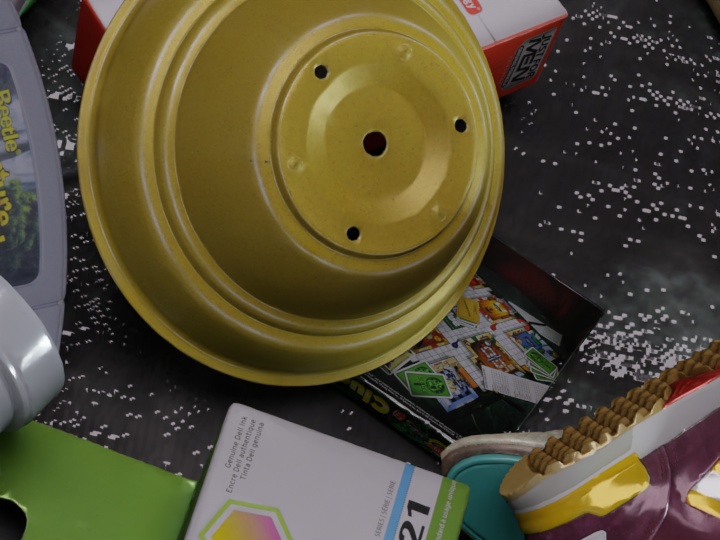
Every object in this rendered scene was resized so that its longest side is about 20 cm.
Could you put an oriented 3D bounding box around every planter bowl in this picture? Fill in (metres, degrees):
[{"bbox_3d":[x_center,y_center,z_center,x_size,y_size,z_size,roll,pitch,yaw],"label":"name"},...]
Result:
[{"bbox_3d":[-0.009,-0.051,1.043,0.200,0.083,0.201,0,91,-26],"label":"planter bowl"}]

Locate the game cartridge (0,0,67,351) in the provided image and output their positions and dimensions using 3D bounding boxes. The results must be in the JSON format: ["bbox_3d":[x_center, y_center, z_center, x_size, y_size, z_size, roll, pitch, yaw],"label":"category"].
[{"bbox_3d":[-0.189,-0.034,1.029,0.133,0.201,0.041,-15,20,-21],"label":"game cartridge"}]

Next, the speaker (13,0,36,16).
[{"bbox_3d":[-0.167,-0.179,1.161,0.088,0.089,0.200,26,59,4],"label":"speaker"}]

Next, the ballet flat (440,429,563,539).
[{"bbox_3d":[0.126,0.108,1.085,0.199,0.068,0.062,20,31,-4],"label":"ballet flat"}]

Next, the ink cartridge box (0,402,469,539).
[{"bbox_3d":[-0.076,0.126,0.985,0.199,0.076,0.148,20,56,-4],"label":"ink cartridge box"}]

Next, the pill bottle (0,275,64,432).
[{"bbox_3d":[-0.208,0.081,0.955,0.112,0.112,0.200,40,62,11],"label":"pill bottle"}]

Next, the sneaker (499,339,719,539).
[{"bbox_3d":[0.159,0.077,1.021,0.200,0.075,0.090,-27,96,-2],"label":"sneaker"}]

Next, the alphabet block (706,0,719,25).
[{"bbox_3d":[0.298,-0.142,1.178,0.196,0.195,0.200,-16,66,-22],"label":"alphabet block"}]

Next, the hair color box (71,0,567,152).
[{"bbox_3d":[-0.019,-0.104,1.140,0.200,0.061,0.102,-23,68,-23],"label":"hair color box"}]

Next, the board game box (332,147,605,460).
[{"bbox_3d":[0.000,0.000,1.131,0.200,0.023,0.105,35,61,9],"label":"board game box"}]
